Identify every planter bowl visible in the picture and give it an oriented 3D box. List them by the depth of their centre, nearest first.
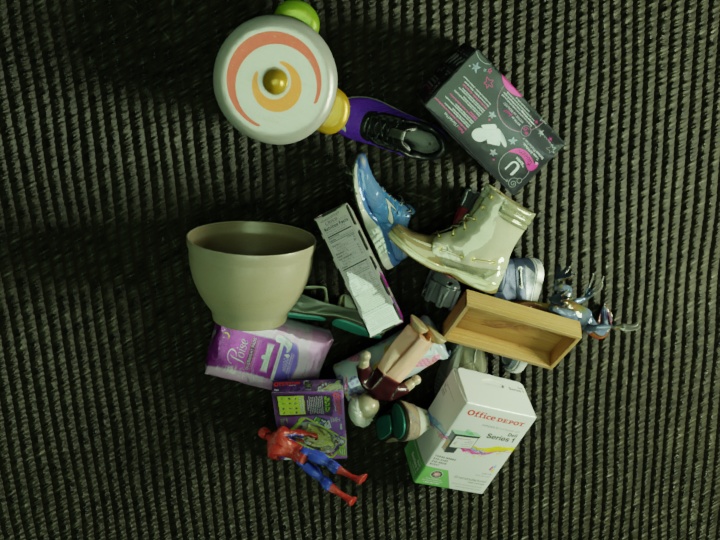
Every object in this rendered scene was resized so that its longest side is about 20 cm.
[{"bbox_3d":[-0.170,0.013,1.258,0.198,0.200,0.136,2,107,-5],"label":"planter bowl"}]

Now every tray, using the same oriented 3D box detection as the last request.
[{"bbox_3d":[0.242,0.096,1.304,0.198,0.037,0.099,17,139,-10],"label":"tray"}]

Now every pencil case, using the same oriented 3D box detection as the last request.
[{"bbox_3d":[0.051,0.154,1.382,0.199,0.091,0.084,-29,84,3],"label":"pencil case"}]

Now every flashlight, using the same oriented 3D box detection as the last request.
[{"bbox_3d":[0.168,-0.033,1.345,0.067,0.068,0.202,16,103,-12],"label":"flashlight"}]

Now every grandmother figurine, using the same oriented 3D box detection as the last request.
[{"bbox_3d":[0.045,0.167,1.305,0.121,0.061,0.201,32,102,-16],"label":"grandmother figurine"}]

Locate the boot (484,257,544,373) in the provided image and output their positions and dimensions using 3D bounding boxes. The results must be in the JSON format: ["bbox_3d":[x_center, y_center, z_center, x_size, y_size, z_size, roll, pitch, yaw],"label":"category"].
[{"bbox_3d":[0.245,0.074,1.374,0.089,0.073,0.203,4,98,-24],"label":"boot"}]

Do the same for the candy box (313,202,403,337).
[{"bbox_3d":[0.000,0.000,1.275,0.060,0.136,0.202,-25,88,3],"label":"candy box"}]

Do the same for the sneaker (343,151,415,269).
[{"bbox_3d":[0.036,-0.105,1.314,0.088,0.079,0.201,-27,115,-4],"label":"sneaker"}]

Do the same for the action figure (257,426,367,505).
[{"bbox_3d":[-0.080,0.312,1.353,0.199,0.099,0.066,27,93,17],"label":"action figure"}]

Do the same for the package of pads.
[{"bbox_3d":[-0.153,0.134,1.362,0.198,0.076,0.122,16,102,-9],"label":"package of pads"}]

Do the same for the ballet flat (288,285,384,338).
[{"bbox_3d":[-0.048,0.062,1.359,0.198,0.067,0.064,14,75,-11],"label":"ballet flat"}]

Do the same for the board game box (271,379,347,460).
[{"bbox_3d":[-0.084,0.257,1.380,0.118,0.033,0.201,2,135,2],"label":"board game box"}]

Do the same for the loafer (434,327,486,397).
[{"bbox_3d":[0.183,0.141,1.401,0.069,0.075,0.202,9,115,-13],"label":"loafer"}]

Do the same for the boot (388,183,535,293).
[{"bbox_3d":[0.158,-0.069,1.268,0.198,0.072,0.156,24,108,-8],"label":"boot"}]

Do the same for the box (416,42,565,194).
[{"bbox_3d":[0.196,-0.235,1.252,0.115,0.132,0.200,-44,105,12],"label":"box"}]

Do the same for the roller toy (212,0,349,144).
[{"bbox_3d":[-0.124,-0.282,1.205,0.181,0.140,0.202,-21,107,2],"label":"roller toy"}]

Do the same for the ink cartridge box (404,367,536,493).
[{"bbox_3d":[0.186,0.278,1.393,0.143,0.084,0.201,15,121,-21],"label":"ink cartridge box"}]

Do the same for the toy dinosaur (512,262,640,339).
[{"bbox_3d":[0.362,0.066,1.372,0.198,0.106,0.182,-13,141,20],"label":"toy dinosaur"}]

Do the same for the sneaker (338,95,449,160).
[{"bbox_3d":[0.048,-0.219,1.258,0.198,0.100,0.070,15,105,-6],"label":"sneaker"}]

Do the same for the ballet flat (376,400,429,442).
[{"bbox_3d":[0.079,0.254,1.369,0.066,0.200,0.069,-2,79,-12],"label":"ballet flat"}]
